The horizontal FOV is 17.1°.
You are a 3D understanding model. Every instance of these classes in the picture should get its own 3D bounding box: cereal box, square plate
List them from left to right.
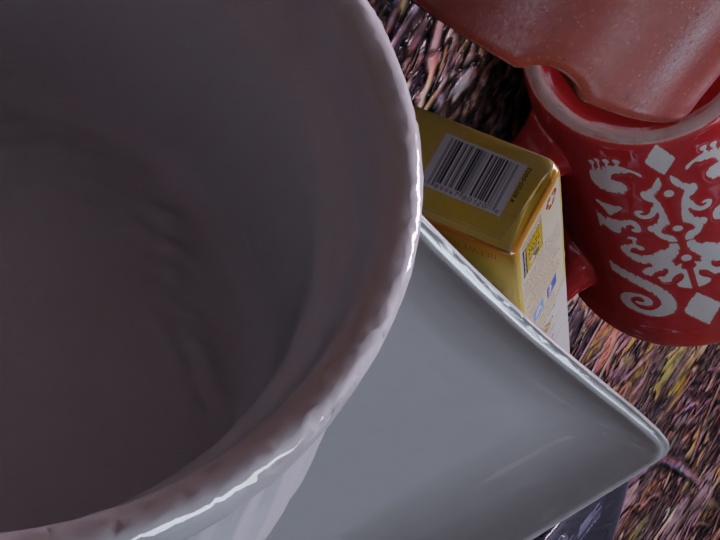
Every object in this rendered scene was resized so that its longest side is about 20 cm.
[{"bbox_3d":[-0.034,0.053,0.748,0.200,0.029,0.198,-33,134,19],"label":"square plate"},{"bbox_3d":[0.000,0.000,0.813,0.040,0.143,0.200,-61,162,-22],"label":"cereal box"}]

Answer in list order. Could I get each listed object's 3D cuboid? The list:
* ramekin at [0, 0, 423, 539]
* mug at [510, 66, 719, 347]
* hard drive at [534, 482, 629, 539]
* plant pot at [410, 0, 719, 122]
[{"bbox_3d":[-0.092,-0.003,0.516,0.201,0.200,0.098,-47,165,-33],"label":"ramekin"},{"bbox_3d":[0.132,-0.045,1.108,0.178,0.133,0.200,-57,157,-13],"label":"mug"},{"bbox_3d":[0.120,0.186,1.533,0.135,0.042,0.200,-46,156,-35],"label":"hard drive"},{"bbox_3d":[0.094,-0.167,0.767,0.196,0.201,0.201,-58,162,20],"label":"plant pot"}]
